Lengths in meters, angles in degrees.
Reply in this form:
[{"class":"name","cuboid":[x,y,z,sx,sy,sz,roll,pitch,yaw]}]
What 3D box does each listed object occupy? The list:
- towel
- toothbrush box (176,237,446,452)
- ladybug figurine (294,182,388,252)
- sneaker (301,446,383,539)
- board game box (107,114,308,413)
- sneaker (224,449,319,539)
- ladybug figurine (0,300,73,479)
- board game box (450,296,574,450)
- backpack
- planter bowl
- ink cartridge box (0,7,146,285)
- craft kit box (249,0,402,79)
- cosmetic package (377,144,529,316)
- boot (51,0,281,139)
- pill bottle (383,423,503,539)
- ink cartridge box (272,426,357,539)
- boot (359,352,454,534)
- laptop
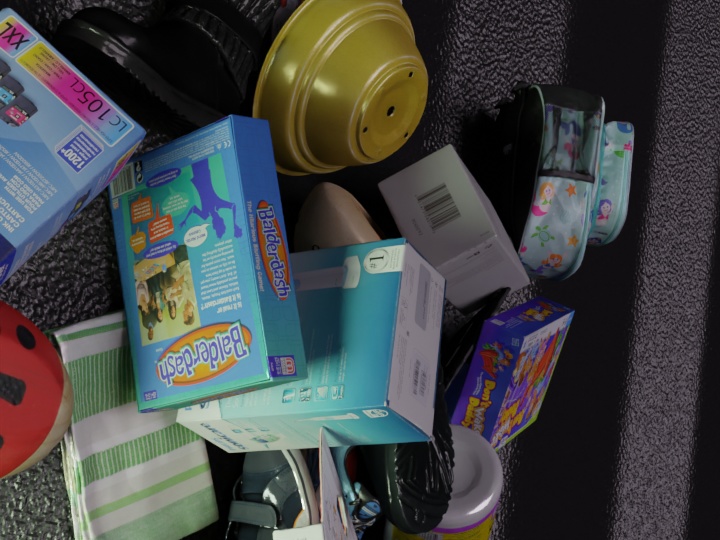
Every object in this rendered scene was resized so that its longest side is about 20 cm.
[{"class":"towel","cuboid":[-0.181,0.131,1.044,0.152,0.023,0.201,-18,102,-51]},{"class":"toothbrush box","cuboid":[-0.040,0.065,1.065,0.085,0.199,0.147,43,46,-51]},{"class":"ladybug figurine","cuboid":[0.000,0.000,1.201,0.072,0.136,0.200,-37,136,5]},{"class":"sneaker","cuboid":[-0.021,0.226,1.185,0.078,0.090,0.201,18,74,-49]},{"class":"board game box","cuboid":[-0.122,-0.001,0.995,0.045,0.152,0.201,2,77,-50]},{"class":"sneaker","cuboid":[-0.082,0.240,1.118,0.079,0.078,0.201,-6,86,-39]},{"class":"ladybug figurine","cuboid":[-0.274,0.077,0.890,0.200,0.072,0.136,30,65,-46]},{"class":"board game box","cuboid":[0.158,0.108,1.341,0.200,0.045,0.135,-15,125,-66]},{"class":"backpack","cuboid":[0.210,-0.087,1.423,0.150,0.178,0.201,13,82,-9]},{"class":"planter bowl","cuboid":[0.002,-0.159,1.170,0.200,0.083,0.201,-36,144,-32]},{"class":"ink cartridge box","cuboid":[-0.262,-0.067,0.869,0.136,0.076,0.200,41,52,-3]},{"class":"craft kit box","cuboid":[-0.033,-0.270,1.237,0.197,0.048,0.201,3,86,-54]},{"class":"cosmetic package","cuboid":[0.097,-0.035,1.272,0.108,0.085,0.200,65,8,20]},{"class":"boot","cuboid":[-0.153,-0.204,1.049,0.211,0.079,0.159,32,70,-58]},{"class":"pill bottle","cuboid":[0.075,0.240,1.243,0.200,0.104,0.104,94,22,-52]},{"class":"ink cartridge box","cuboid":[-0.029,0.253,1.033,0.200,0.044,0.177,77,5,-51]},{"class":"boot","cuboid":[-0.006,0.140,1.129,0.076,0.168,0.201,20,59,-43]},{"class":"laptop","cuboid":[0.108,0.145,1.334,0.103,0.200,0.177,37,55,-1]}]
